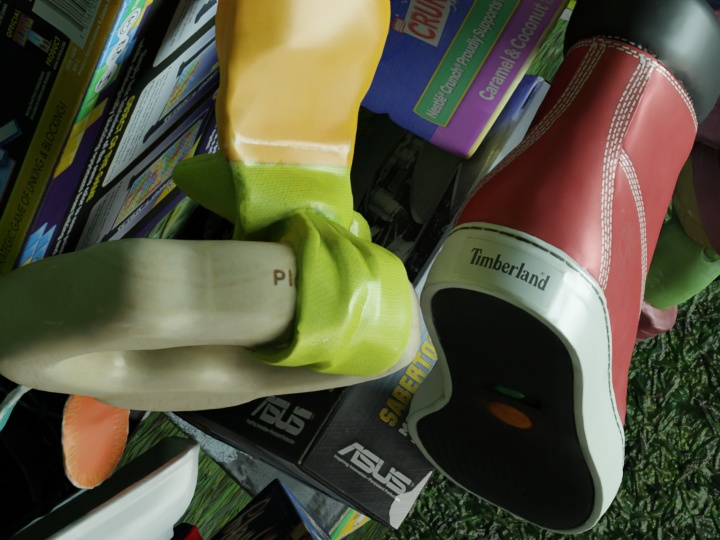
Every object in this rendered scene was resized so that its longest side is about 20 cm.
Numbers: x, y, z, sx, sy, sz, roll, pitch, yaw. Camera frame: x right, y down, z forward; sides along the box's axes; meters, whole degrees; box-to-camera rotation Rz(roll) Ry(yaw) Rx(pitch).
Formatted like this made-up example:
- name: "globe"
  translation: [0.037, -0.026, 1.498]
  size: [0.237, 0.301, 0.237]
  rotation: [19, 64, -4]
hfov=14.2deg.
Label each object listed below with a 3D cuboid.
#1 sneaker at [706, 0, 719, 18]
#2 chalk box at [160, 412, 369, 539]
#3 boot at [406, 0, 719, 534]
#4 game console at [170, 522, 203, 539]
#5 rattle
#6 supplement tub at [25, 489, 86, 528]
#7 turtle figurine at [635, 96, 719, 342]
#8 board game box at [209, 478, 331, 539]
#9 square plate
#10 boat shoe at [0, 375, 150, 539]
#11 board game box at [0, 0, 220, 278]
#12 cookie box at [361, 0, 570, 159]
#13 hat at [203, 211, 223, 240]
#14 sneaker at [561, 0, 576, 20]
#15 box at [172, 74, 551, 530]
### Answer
- name: "sneaker"
  translation: [0.139, -0.134, 0.943]
  size: [0.075, 0.084, 0.200]
  rotation: [-63, -178, -16]
- name: "chalk box"
  translation: [0.007, 0.022, 1.478]
  size: [0.200, 0.124, 0.124]
  rotation: [-51, 172, 10]
- name: "boot"
  translation: [0.074, -0.008, 0.921]
  size: [0.200, 0.072, 0.145]
  rotation: [89, 26, -64]
- name: "game console"
  translation: [-0.140, 0.176, 1.042]
  size: [0.200, 0.031, 0.177]
  rotation: [-46, -173, -30]
- name: "rattle"
  translation: [-0.062, -0.018, 0.861]
  size: [0.129, 0.144, 0.200]
  rotation: [-16, 176, -18]
- name: "supplement tub"
  translation: [-0.108, 0.177, 1.253]
  size: [0.123, 0.200, 0.123]
  rotation: [-50, 173, -9]
- name: "turtle figurine"
  translation: [0.158, -0.016, 1.058]
  size: [0.193, 0.145, 0.200]
  rotation: [-13, -175, 39]
- name: "board game box"
  translation: [-0.061, 0.145, 1.056]
  size: [0.135, 0.035, 0.200]
  rotation: [-43, -173, -3]
- name: "square plate"
  translation: [-0.139, 0.125, 1.030]
  size: [0.199, 0.029, 0.198]
  rotation: [-35, -178, -7]
- name: "boat shoe"
  translation: [-0.130, 0.059, 1.049]
  size: [0.200, 0.075, 0.062]
  rotation: [-42, -173, -27]
- name: "board game box"
  translation: [-0.068, -0.077, 0.872]
  size: [0.165, 0.057, 0.200]
  rotation: [-47, 171, -43]
- name: "cookie box"
  translation: [0.063, -0.164, 0.954]
  size: [0.201, 0.075, 0.171]
  rotation: [-64, -177, -26]
- name: "hat"
  translation: [-0.013, -0.020, 1.283]
  size: [0.201, 0.200, 0.081]
  rotation: [-50, 132, -10]
- name: "sneaker"
  translation: [0.094, -0.134, 1.095]
  size: [0.081, 0.198, 0.074]
  rotation: [89, 10, -59]
- name: "box"
  translation: [0.000, 0.000, 1.072]
  size: [0.159, 0.048, 0.200]
  rotation: [-58, -157, -6]
